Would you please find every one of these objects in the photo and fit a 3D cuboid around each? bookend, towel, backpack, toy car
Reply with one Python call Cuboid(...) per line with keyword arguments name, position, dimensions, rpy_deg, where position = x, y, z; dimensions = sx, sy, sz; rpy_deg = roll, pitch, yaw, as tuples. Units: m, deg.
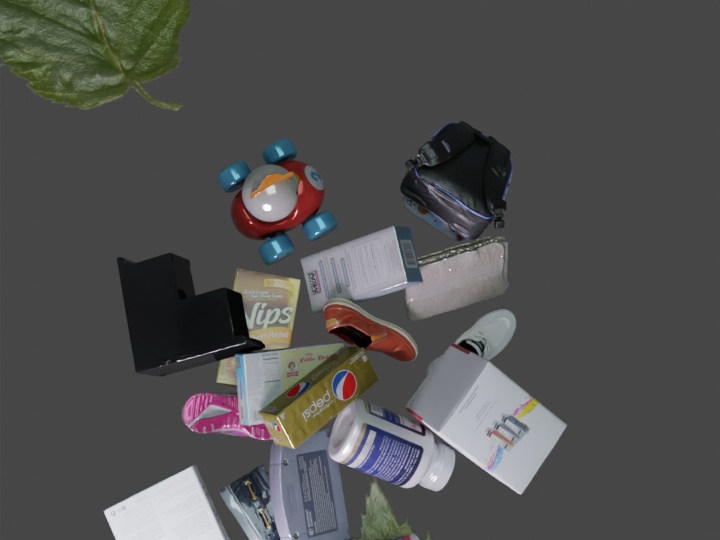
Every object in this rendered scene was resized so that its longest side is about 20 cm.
Cuboid(name="bookend", position=(-0.284, 0.055, 1.546), dimensions=(0.197, 0.092, 0.202), rpy_deg=(-17, 77, 11))
Cuboid(name="towel", position=(0.170, 0.016, 1.644), dimensions=(0.199, 0.133, 0.035), rpy_deg=(-18, 41, -9))
Cuboid(name="backpack", position=(0.177, -0.162, 1.649), dimensions=(0.199, 0.154, 0.191), rpy_deg=(36, 56, -4))
Cuboid(name="toy car", position=(-0.138, -0.135, 1.584), dimensions=(0.176, 0.200, 0.185), rpy_deg=(-29, 85, -12))

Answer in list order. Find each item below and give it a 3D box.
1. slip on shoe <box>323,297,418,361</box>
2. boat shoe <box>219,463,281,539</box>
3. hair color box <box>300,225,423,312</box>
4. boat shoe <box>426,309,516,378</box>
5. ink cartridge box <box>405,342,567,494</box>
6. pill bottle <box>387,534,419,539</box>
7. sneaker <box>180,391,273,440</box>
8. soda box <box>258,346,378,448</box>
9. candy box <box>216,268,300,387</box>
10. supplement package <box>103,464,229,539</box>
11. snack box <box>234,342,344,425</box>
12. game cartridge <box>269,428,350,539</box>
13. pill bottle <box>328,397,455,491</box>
Cuboid(name="slip on shoe", position=(0.017, 0.116, 1.601), dimensions=(0.199, 0.074, 0.062), rpy_deg=(31, 49, -29))
Cuboid(name="boat shoe", position=(-0.144, 0.426, 1.549), dimensions=(0.091, 0.071, 0.201), rpy_deg=(-34, 85, -11))
Cuboid(name="hair color box", position=(0.000, 0.000, 1.593), dimensions=(0.199, 0.060, 0.100), rpy_deg=(-18, 80, 30))
Cuboid(name="boat shoe", position=(0.205, 0.141, 1.651), dimensions=(0.200, 0.065, 0.074), rpy_deg=(-42, 87, -12))
Cuboid(name="ink cartridge box", position=(0.211, 0.248, 1.560), dimensions=(0.200, 0.145, 0.145), rpy_deg=(40, 83, -21))
Cuboid(name="pill bottle", position=(0.011, 0.517, 1.531), dimensions=(0.198, 0.120, 0.121), rpy_deg=(-11, 82, -9))
Cuboid(name="sneaker", position=(-0.216, 0.240, 1.571), dimensions=(0.199, 0.088, 0.082), rpy_deg=(13, 79, -29))
Cuboid(name="soda box", position=(-0.067, 0.207, 1.534), dimensions=(0.200, 0.064, 0.068), rpy_deg=(-36, 108, -30))
Cuboid(name="candy box", position=(-0.177, 0.107, 1.609), dimensions=(0.114, 0.055, 0.202), rpy_deg=(10, 80, -7))
Cuboid(name="supplement package", position=(-0.293, 0.436, 1.486), dimensions=(0.151, 0.151, 0.201), rpy_deg=(-25, 84, -12))
Cuboid(name="snack box", position=(-0.113, 0.188, 1.566), dimensions=(0.199, 0.037, 0.117), rpy_deg=(-3, 88, -34))
Cuboid(name="game cartridge", position=(-0.088, 0.374, 1.554), dimensions=(0.132, 0.041, 0.202), rpy_deg=(-2, 79, -37))
Cuboid(name="pill bottle", position=(0.056, 0.301, 1.572), dimensions=(0.199, 0.111, 0.112), rpy_deg=(25, 77, -15))
